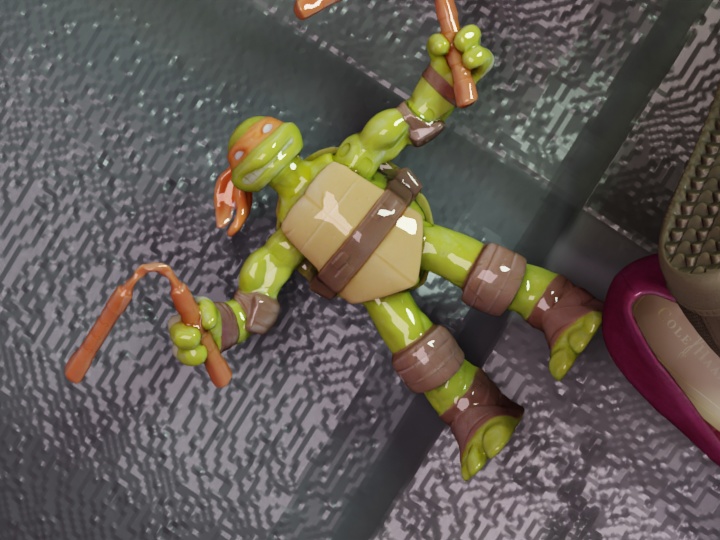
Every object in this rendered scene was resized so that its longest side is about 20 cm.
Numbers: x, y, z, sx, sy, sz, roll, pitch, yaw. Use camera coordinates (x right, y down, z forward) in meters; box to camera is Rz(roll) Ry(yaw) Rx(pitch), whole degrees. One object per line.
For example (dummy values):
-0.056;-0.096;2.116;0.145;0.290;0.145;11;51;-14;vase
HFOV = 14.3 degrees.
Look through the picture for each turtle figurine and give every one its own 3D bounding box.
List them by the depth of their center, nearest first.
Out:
0.000;0.000;1.051;0.161;0.064;0.200;41;90;-1;turtle figurine

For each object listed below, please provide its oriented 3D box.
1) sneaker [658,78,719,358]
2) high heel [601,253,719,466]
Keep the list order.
0.164;-0.046;0.997;0.070;0.076;0.200;4;50;42;sneaker
0.166;0.067;1.004;0.067;0.096;0.200;-44;84;9;high heel
